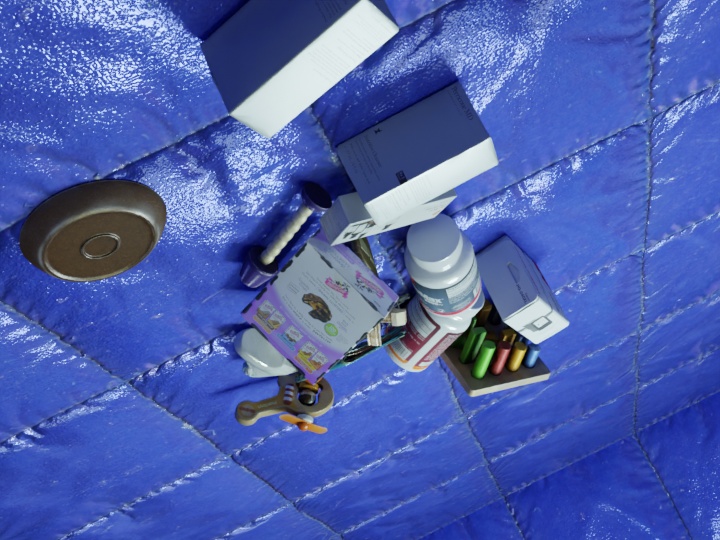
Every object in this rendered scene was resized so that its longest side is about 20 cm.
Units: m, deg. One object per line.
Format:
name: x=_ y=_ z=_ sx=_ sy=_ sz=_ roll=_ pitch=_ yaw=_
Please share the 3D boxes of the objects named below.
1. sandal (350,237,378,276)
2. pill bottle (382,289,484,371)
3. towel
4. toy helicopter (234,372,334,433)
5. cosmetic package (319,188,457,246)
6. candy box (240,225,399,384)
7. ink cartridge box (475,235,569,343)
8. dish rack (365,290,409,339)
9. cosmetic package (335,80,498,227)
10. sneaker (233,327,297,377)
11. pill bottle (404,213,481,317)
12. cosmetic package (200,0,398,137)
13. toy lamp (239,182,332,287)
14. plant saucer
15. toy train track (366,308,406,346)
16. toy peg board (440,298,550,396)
sandal: x=0.000 y=0.000 z=1.635 sx=0.053 sy=0.081 sz=0.200 roll=-17 pitch=156 yaw=0
pill bottle: x=0.138 y=0.092 z=1.853 sx=0.113 sy=0.115 sz=0.200 roll=1 pitch=143 yaw=-40
towel: x=-0.024 y=0.153 z=1.776 sx=0.146 sy=0.022 sz=0.200 roll=-24 pitch=178 yaw=-32
toy helicopter: x=-0.144 y=0.263 z=1.894 sx=0.198 sy=0.133 sz=0.079 roll=-14 pitch=151 yaw=-20
cosmetic package: x=0.043 y=-0.094 z=1.491 sx=0.198 sy=0.051 sz=0.083 roll=-17 pitch=167 yaw=-29
candy box: x=-0.066 y=0.056 z=1.552 sx=0.200 sy=0.168 sz=0.072 roll=-44 pitch=-177 yaw=35
ink cartridge box: x=0.305 y=0.040 z=1.866 sx=0.083 sy=0.146 sz=0.200 roll=-32 pitch=151 yaw=16
dish rack: x=0.003 y=0.098 z=1.748 sx=0.153 sy=0.055 sz=0.199 roll=-28 pitch=175 yaw=31
cosmetic package: x=0.081 y=-0.163 z=1.383 sx=0.199 sy=0.114 sz=0.081 roll=-30 pitch=152 yaw=6
sneaker: x=-0.183 y=0.161 z=1.766 sx=0.088 sy=0.076 sz=0.200 roll=-22 pitch=155 yaw=19
pill bottle: x=0.137 y=-0.012 z=1.673 sx=0.119 sy=0.120 sz=0.200 roll=-25 pitch=151 yaw=1
cosmetic package: x=-0.070 y=-0.257 z=1.086 sx=0.199 sy=0.114 sz=0.081 roll=-35 pitch=150 yaw=21
toy lamp: x=-0.117 y=-0.048 z=1.475 sx=0.058 sy=0.059 sz=0.200 roll=7 pitch=137 yaw=-45
plant saucer: x=-0.352 y=-0.043 z=1.317 sx=0.198 sy=0.035 sz=0.201 roll=-19 pitch=150 yaw=-11
toy train track: x=-0.025 y=0.076 z=1.605 sx=0.198 sy=0.033 sz=0.116 roll=2 pitch=114 yaw=17
toy peg board: x=0.258 y=0.129 z=1.944 sx=0.197 sy=0.201 sz=0.099 roll=-8 pitch=133 yaw=-29
